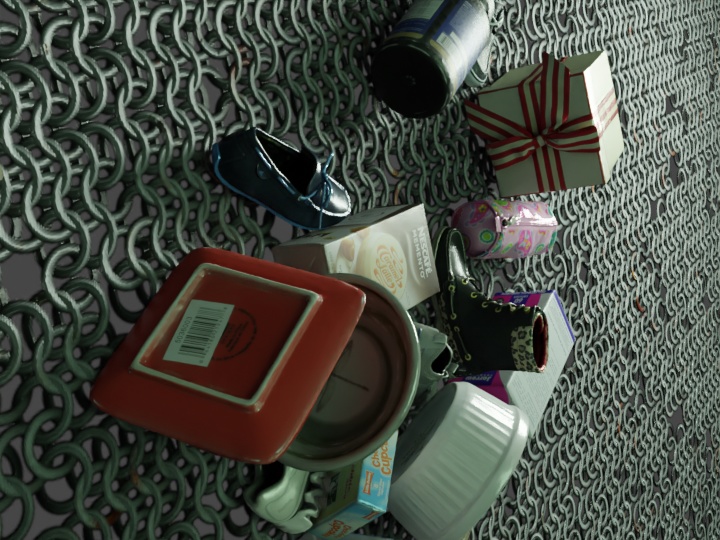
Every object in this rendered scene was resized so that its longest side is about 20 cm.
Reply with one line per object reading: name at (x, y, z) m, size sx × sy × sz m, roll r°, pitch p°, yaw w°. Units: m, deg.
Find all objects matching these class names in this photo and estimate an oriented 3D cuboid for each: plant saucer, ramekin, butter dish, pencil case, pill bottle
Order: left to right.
butter dish at (-0.109, 0.100, 0.887) m, size 0.149 × 0.197 × 0.201 m, roll 80°, pitch 32°, yaw -48°
plant saucer at (-0.026, 0.104, 0.962) m, size 0.050 × 0.198 × 0.202 m, roll 40°, pitch 56°, yaw -57°
pill bottle at (0.100, -0.294, 1.229) m, size 0.201 × 0.111 × 0.112 m, roll -57°, pitch 130°, yaw -38°
ramekin at (0.102, 0.223, 1.129) m, size 0.094 × 0.202 × 0.203 m, roll 37°, pitch 51°, yaw -4°
pencil case at (0.212, -0.060, 1.382) m, size 0.199 × 0.087 × 0.089 m, roll -2°, pitch 89°, yaw -54°

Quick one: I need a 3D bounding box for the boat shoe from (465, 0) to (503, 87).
boat shoe at (0.171, -0.366, 1.365) m, size 0.071 × 0.067 × 0.203 m, roll -1°, pitch 88°, yaw -53°

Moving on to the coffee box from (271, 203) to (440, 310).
coffee box at (0.000, 0.000, 1.096) m, size 0.199 × 0.079 × 0.116 m, roll -27°, pitch 108°, yaw -51°

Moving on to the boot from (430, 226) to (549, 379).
boot at (0.169, 0.040, 1.256) m, size 0.073 × 0.152 × 0.206 m, roll -2°, pitch 89°, yaw -53°

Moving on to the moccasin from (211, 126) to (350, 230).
moccasin at (-0.067, -0.093, 1.009) m, size 0.199 × 0.068 × 0.081 m, roll 15°, pitch 53°, yaw -53°

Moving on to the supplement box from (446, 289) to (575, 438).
supplement box at (0.216, 0.130, 1.356) m, size 0.201 × 0.100 × 0.104 m, roll -56°, pitch 129°, yaw -39°

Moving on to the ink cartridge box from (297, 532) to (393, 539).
ink cartridge box at (-0.009, 0.388, 1.021) m, size 0.068 × 0.115 × 0.202 m, roll -22°, pitch 104°, yaw -51°

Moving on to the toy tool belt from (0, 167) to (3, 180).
toy tool belt at (-0.329, -0.133, 0.634) m, size 0.201 × 0.122 × 0.125 m, roll 58°, pitch 45°, yaw -31°

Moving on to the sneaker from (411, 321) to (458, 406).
sneaker at (0.078, 0.121, 1.157) m, size 0.200 × 0.081 × 0.076 m, roll 64°, pitch 37°, yaw -65°

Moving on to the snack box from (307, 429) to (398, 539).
snack box at (0.000, 0.176, 1.024) m, size 0.037 × 0.116 × 0.202 m, roll 24°, pitch 53°, yaw -17°

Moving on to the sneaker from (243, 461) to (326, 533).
sneaker at (-0.066, 0.168, 1.007) m, size 0.081 × 0.075 × 0.202 m, roll 32°, pitch 62°, yaw -37°

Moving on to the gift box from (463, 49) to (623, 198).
gift box at (0.271, -0.225, 1.404) m, size 0.187 × 0.183 × 0.202 m, roll -46°, pitch 119°, yaw -55°

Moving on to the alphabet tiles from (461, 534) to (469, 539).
alphabet tiles at (0.140, 0.314, 1.235) m, size 0.167 × 0.006 × 0.201 m, roll -55°, pitch 159°, yaw -40°
